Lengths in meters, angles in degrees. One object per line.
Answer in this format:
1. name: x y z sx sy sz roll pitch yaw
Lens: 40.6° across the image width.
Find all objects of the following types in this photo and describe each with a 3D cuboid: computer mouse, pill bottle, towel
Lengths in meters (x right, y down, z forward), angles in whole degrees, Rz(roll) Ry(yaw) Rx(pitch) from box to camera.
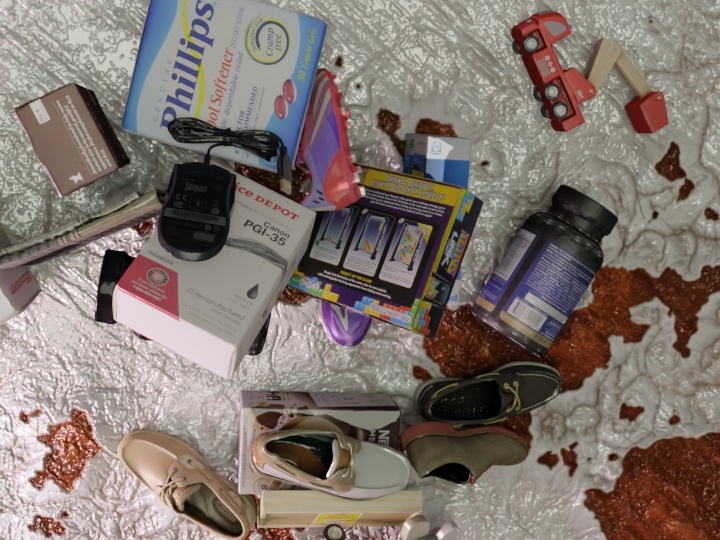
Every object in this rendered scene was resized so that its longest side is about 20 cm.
1. computer mouse: -0.143 -0.077 1.043 0.139 0.201 0.046 6 141 -11
2. pill bottle: 0.236 -0.002 1.231 0.111 0.112 0.201 32 94 -13
3. pill bottle: -0.208 0.033 1.158 0.198 0.112 0.113 10 98 -11
4. towel: -0.304 -0.053 1.095 0.199 0.193 0.035 -22 94 -3

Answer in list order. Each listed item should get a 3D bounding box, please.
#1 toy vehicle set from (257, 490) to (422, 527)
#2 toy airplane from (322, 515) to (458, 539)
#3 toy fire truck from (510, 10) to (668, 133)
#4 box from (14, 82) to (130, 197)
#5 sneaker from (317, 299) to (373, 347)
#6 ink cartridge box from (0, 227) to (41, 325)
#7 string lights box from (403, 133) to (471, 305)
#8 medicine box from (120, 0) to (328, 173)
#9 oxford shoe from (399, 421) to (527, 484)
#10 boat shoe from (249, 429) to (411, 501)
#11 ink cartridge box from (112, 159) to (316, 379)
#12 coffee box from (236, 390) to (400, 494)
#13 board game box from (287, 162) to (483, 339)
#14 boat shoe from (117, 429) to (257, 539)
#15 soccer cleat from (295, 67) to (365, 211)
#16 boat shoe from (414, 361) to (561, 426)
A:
1. toy vehicle set: -0.030 0.304 1.236 0.198 0.124 0.027 2 67 -10
2. toy airplane: 0.048 0.396 1.240 0.199 0.142 0.200 -34 131 18
3. toy fire truck: 0.290 -0.246 1.231 0.140 0.049 0.201 -28 102 -4
4. box: -0.313 -0.146 1.074 0.075 0.200 0.101 -27 102 -4
5. sneaker: 0.000 0.000 1.208 0.080 0.083 0.201 13 98 -11
6. ink cartridge box: -0.460 -0.028 1.099 0.083 0.145 0.201 -31 103 -2
7. string lights box: 0.089 -0.065 1.201 0.058 0.103 0.202 2 99 -13
8. medicine box: -0.159 -0.226 1.136 0.199 0.103 0.183 13 97 -12
9. oxford shoe: 0.140 0.245 1.251 0.199 0.075 0.071 8 138 -30
10. boat shoe: -0.031 0.230 1.157 0.198 0.068 0.075 7 70 -11
11. ink cartridge box: -0.157 -0.006 1.070 0.146 0.083 0.201 26 56 3
12. coffee box: -0.055 0.218 1.237 0.198 0.080 0.114 2 98 -9
13. board game box: 0.024 -0.030 1.121 0.057 0.199 0.166 27 83 -51
14. boat shoe: -0.218 0.267 1.217 0.199 0.065 0.072 31 96 0
15. soccer cleat: -0.046 -0.156 1.140 0.076 0.067 0.201 -15 59 5
16. boat shoe: 0.174 0.167 1.275 0.200 0.061 0.072 -9 101 -7
